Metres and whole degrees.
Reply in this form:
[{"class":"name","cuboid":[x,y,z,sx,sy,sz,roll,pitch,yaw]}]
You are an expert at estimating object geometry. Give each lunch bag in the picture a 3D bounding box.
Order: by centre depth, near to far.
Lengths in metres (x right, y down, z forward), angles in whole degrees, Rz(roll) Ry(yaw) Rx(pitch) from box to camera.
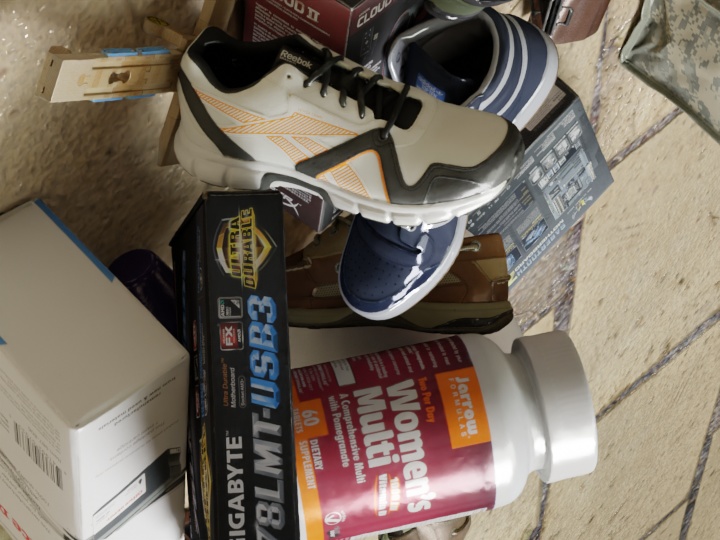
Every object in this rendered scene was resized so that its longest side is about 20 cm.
[{"class":"lunch bag","cuboid":[0.332,-0.168,1.494,0.163,0.200,0.118,-27,149,-35]}]

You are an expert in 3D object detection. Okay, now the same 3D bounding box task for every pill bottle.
[{"class":"pill bottle","cuboid":[0.039,0.100,1.182,0.198,0.110,0.110,-11,147,-6]}]

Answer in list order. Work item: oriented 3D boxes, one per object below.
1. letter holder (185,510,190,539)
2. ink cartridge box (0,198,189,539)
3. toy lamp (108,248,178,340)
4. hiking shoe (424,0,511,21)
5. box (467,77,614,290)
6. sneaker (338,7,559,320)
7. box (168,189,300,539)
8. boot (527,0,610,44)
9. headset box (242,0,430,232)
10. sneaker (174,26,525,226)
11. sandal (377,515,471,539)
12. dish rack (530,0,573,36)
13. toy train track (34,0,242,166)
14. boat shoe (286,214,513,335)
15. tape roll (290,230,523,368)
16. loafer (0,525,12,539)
[{"class":"letter holder","cuboid":[-0.133,0.309,1.502,0.100,0.142,0.201,-20,143,-44]},{"class":"ink cartridge box","cuboid":[-0.174,0.082,1.110,0.084,0.145,0.201,-32,151,-28]},{"class":"toy lamp","cuboid":[-0.109,0.071,1.234,0.058,0.058,0.201,-37,128,-20]},{"class":"hiking shoe","cuboid":[0.043,-0.226,0.988,0.201,0.100,0.076,57,51,-25]},{"class":"box","cuboid":[0.101,-0.043,1.476,0.200,0.051,0.158,-46,152,-3]},{"class":"sneaker","cuboid":[0.034,-0.066,1.105,0.201,0.070,0.108,-58,158,6]},{"class":"box","cuboid":[-0.073,0.067,1.077,0.049,0.202,0.198,-2,175,-12]},{"class":"boot","cuboid":[0.150,-0.220,1.271,0.186,0.064,0.201,-35,158,-52]},{"class":"headset box","cuboid":[0.002,-0.146,1.119,0.149,0.075,0.201,-44,157,-35]},{"class":"sneaker","cuboid":[-0.011,-0.080,1.018,0.074,0.198,0.081,-67,160,-46]},{"class":"sandal","cuboid":[0.049,0.173,1.324,0.079,0.058,0.201,-22,152,-4]},{"class":"dish rack","cuboid":[0.103,-0.240,1.110,0.054,0.155,0.200,2,152,-4]},{"class":"toy train track","cuboid":[-0.119,-0.112,1.034,0.200,0.032,0.116,-18,131,-64]},{"class":"boat shoe","cuboid":[0.000,0.000,1.233,0.076,0.198,0.075,-86,179,-87]},{"class":"tape roll","cuboid":[0.022,0.080,1.354,0.201,0.140,0.203,-19,152,-11]},{"class":"loafer","cuboid":[-0.178,0.139,1.274,0.200,0.068,0.076,-45,155,-6]}]
